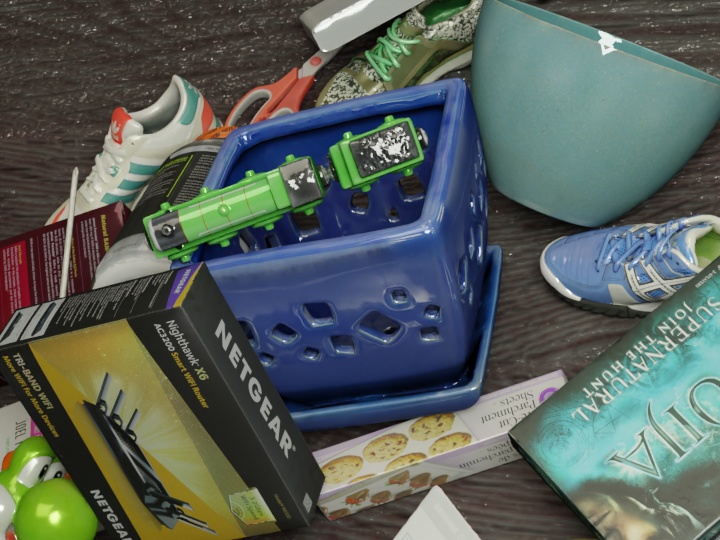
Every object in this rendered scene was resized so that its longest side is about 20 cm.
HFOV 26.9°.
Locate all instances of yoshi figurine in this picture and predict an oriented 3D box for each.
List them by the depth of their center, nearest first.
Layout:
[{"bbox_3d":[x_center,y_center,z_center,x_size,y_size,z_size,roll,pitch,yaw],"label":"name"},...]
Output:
[{"bbox_3d":[-0.257,0.220,1.083,0.112,0.112,0.201,28,81,-2],"label":"yoshi figurine"}]

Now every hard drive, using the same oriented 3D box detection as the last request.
[{"bbox_3d":[0.012,-0.239,1.324,0.131,0.027,0.200,-28,14,1],"label":"hard drive"}]

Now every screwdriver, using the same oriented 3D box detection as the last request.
[{"bbox_3d":[-0.241,0.012,1.217,0.028,0.029,0.201,0,80,14],"label":"screwdriver"}]

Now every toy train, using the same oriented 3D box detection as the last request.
[{"bbox_3d":[-0.050,-0.052,0.978,0.199,0.056,0.042,-21,92,3],"label":"toy train"}]

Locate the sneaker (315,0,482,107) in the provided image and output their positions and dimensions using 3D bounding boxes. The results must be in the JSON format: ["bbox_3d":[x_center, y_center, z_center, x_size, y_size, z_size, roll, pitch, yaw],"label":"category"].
[{"bbox_3d":[0.038,-0.196,1.303,0.200,0.089,0.077,-37,61,-7],"label":"sneaker"}]

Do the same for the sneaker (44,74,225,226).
[{"bbox_3d":[-0.215,-0.096,1.338,0.199,0.094,0.070,-39,49,-9],"label":"sneaker"}]

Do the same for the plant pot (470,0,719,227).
[{"bbox_3d":[0.165,-0.112,1.146,0.200,0.199,0.135,32,108,38],"label":"plant pot"}]

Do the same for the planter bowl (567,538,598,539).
[{"bbox_3d":[0.124,0.241,0.937,0.199,0.084,0.201,-12,50,15],"label":"planter bowl"}]

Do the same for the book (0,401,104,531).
[{"bbox_3d":[-0.218,0.143,1.192,0.199,0.048,0.134,-21,44,9],"label":"book"}]

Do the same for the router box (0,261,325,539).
[{"bbox_3d":[-0.137,0.102,1.040,0.156,0.201,0.052,-14,31,24],"label":"router box"}]

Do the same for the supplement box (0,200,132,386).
[{"bbox_3d":[-0.275,0.027,1.280,0.199,0.061,0.109,-17,61,11],"label":"supplement box"}]

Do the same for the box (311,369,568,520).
[{"bbox_3d":[0.059,0.126,1.083,0.199,0.039,0.042,-19,49,9],"label":"box"}]

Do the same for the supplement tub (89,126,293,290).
[{"bbox_3d":[-0.127,-0.022,1.207,0.122,0.123,0.200,-3,37,21],"label":"supplement tub"}]

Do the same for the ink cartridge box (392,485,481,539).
[{"bbox_3d":[0.044,0.260,0.924,0.200,0.047,0.160,-56,46,15],"label":"ink cartridge box"}]

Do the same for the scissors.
[{"bbox_3d":[-0.054,-0.186,1.385,0.073,0.014,0.201,19,64,24],"label":"scissors"}]

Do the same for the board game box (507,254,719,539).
[{"bbox_3d":[0.212,0.090,0.959,0.200,0.028,0.135,-39,58,-7],"label":"board game box"}]

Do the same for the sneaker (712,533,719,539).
[{"bbox_3d":[0.218,0.107,1.009,0.085,0.077,0.201,-23,48,11],"label":"sneaker"}]

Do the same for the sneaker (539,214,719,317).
[{"bbox_3d":[0.224,-0.011,1.095,0.199,0.077,0.076,1,56,26],"label":"sneaker"}]

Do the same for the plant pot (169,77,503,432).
[{"bbox_3d":[0.000,0.000,1.091,0.199,0.180,0.200,-10,34,19],"label":"plant pot"}]
